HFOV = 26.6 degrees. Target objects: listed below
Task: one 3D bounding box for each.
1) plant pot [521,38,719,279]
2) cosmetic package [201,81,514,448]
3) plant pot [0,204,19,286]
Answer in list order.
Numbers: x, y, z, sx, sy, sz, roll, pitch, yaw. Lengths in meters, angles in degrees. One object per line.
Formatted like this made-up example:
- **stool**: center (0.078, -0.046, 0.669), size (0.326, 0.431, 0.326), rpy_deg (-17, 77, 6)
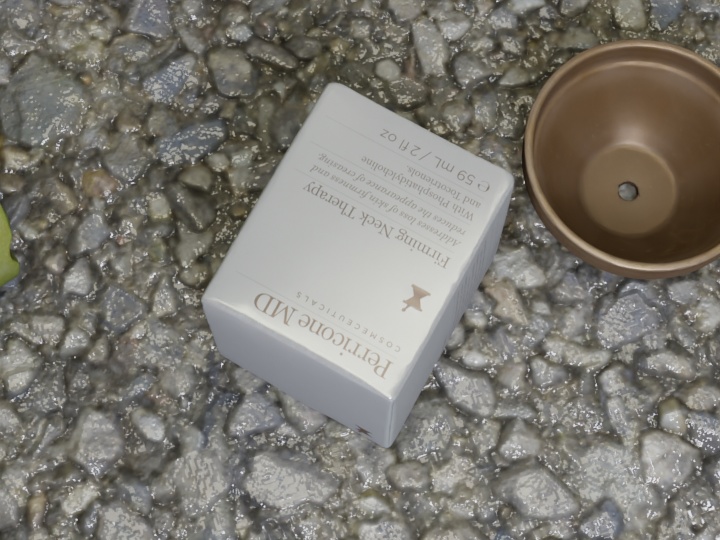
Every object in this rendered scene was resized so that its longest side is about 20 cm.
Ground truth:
- **plant pot**: center (0.228, -0.080, 1.263), size (0.198, 0.093, 0.203), rpy_deg (0, 70, -1)
- **cosmetic package**: center (0.000, 0.000, 1.193), size (0.166, 0.167, 0.201), rpy_deg (27, 74, 8)
- **plant pot**: center (-0.376, -0.019, 1.195), size (0.183, 0.201, 0.201), rpy_deg (-26, 73, -21)
